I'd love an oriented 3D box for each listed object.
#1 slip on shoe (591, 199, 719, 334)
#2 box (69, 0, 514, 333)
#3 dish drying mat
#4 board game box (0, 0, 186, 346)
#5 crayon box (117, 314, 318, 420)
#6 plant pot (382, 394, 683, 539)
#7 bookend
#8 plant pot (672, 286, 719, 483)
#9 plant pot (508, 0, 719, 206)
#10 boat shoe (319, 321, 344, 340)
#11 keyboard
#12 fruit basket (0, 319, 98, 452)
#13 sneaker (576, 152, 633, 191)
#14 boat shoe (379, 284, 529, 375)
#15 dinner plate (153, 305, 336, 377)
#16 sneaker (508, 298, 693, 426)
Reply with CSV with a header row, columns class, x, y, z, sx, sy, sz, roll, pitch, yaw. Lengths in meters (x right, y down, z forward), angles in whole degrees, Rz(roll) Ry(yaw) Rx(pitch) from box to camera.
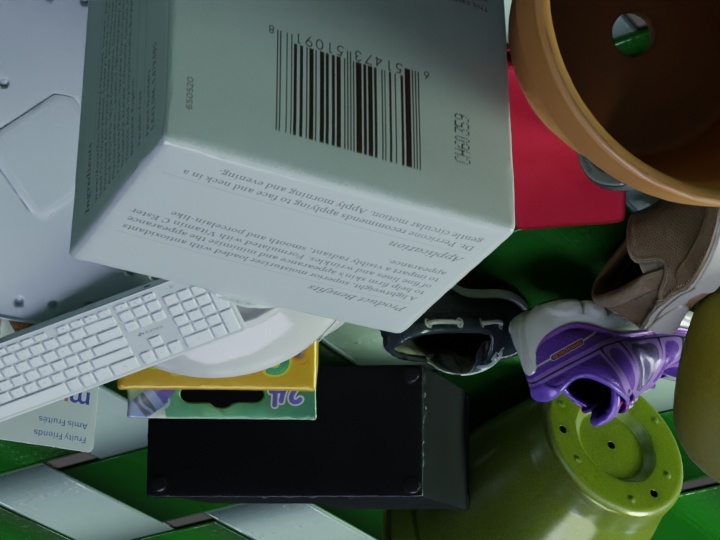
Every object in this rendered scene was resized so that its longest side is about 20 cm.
class,x,y,z,sx,sy,sz,roll,pitch,yaw
slip on shoe,0.205,-0.019,1.400,0.060,0.076,0.200,15,157,-3
box,-0.036,-0.096,1.113,0.198,0.201,0.131,14,147,-25
dish drying mat,0.124,-0.082,1.332,0.076,0.018,0.200,-5,152,8
board game box,-0.178,-0.069,1.213,0.199,0.201,0.026,10,-166,-17
crayon box,-0.088,0.003,1.316,0.125,0.201,0.052,0,-167,0
plant pot,0.149,0.184,1.673,0.199,0.201,0.193,15,138,-25
bookend,-0.031,0.126,1.555,0.198,0.093,0.200,-2,171,13
plant pot,0.302,0.037,1.404,0.199,0.200,0.143,-5,125,9
plant pot,0.161,-0.127,1.071,0.199,0.201,0.140,8,175,-13
boat shoe,0.000,0.000,1.380,0.069,0.071,0.200,10,145,-19
keyboard,-0.168,0.049,1.237,0.199,0.011,0.056,-20,126,4
fruit basket,-0.240,0.000,1.296,0.184,0.201,0.094,12,150,-20
sneaker,0.224,-0.105,1.253,0.199,0.076,0.079,-20,170,29
boat shoe,0.065,0.045,1.495,0.075,0.061,0.200,-30,153,28
dinner plate,-0.090,-0.030,1.271,0.199,0.201,0.024,1,-168,-2
sneaker,0.183,0.071,1.529,0.199,0.084,0.080,4,163,-39
